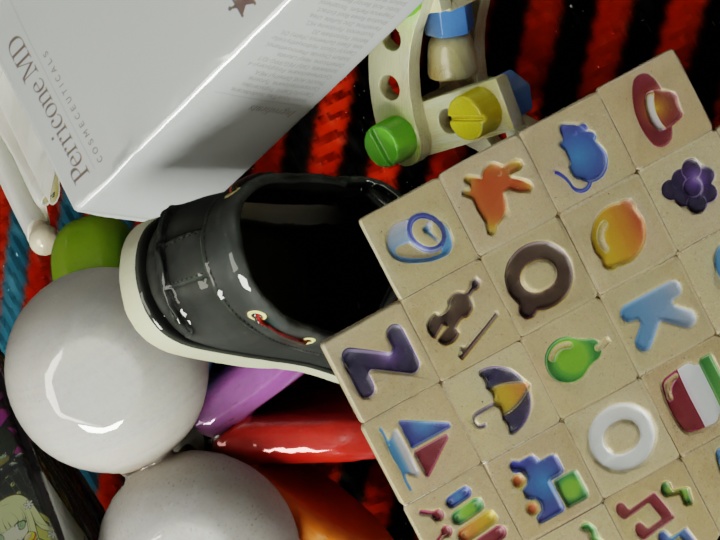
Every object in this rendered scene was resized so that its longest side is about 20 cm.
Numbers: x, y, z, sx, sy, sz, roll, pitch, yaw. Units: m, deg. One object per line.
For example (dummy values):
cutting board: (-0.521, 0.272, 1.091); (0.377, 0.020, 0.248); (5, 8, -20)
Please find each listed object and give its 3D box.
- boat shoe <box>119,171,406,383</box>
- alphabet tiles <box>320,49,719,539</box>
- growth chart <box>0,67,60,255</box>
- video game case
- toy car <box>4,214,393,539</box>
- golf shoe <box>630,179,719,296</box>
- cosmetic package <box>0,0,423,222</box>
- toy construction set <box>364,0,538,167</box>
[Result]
boat shoe: (0.001, 0.003, 1.040); (0.063, 0.201, 0.074); (-19, 76, 39)
alphabet tiles: (0.094, 0.024, 0.998); (0.167, 0.199, 0.006); (62, 173, -4)
growth chart: (-0.134, -0.110, 1.174); (0.145, 0.018, 0.201); (-114, 34, -43)
video game case: (-0.120, 0.141, 1.189); (0.182, 0.036, 0.200); (62, 178, 46)
toy car: (-0.050, 0.056, 1.149); (0.149, 0.175, 0.201); (-26, 94, 7)
golf shoe: (0.088, 0.043, 1.069); (0.092, 0.073, 0.200); (39, 129, 16)
cosmetic package: (-0.044, -0.115, 1.009); (0.200, 0.074, 0.102); (-43, 63, 26)
toy construction set: (-0.015, -0.089, 1.088); (0.199, 0.092, 0.132); (-5, 108, 29)
